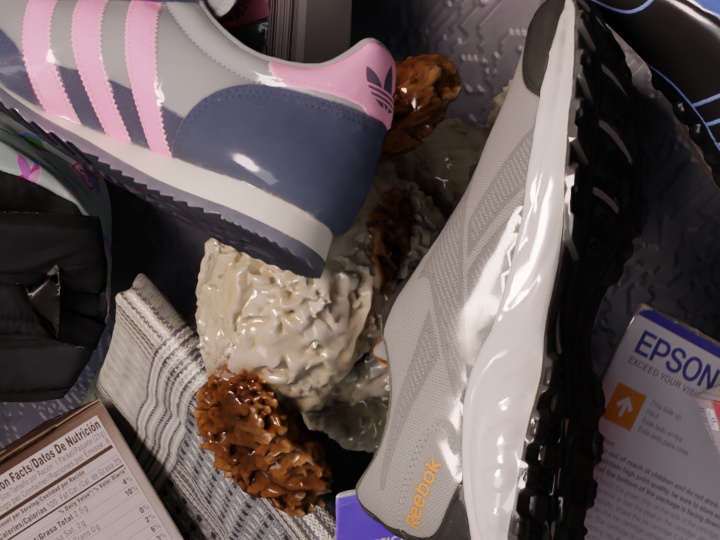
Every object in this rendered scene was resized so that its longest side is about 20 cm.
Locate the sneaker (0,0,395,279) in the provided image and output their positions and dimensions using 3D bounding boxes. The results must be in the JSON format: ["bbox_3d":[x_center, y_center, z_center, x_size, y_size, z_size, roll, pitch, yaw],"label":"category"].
[{"bbox_3d":[-0.074,-0.072,0.626,0.200,0.070,0.082,28,85,24],"label":"sneaker"}]

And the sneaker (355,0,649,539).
[{"bbox_3d":[0.046,-0.002,0.610,0.079,0.074,0.201,6,73,30],"label":"sneaker"}]

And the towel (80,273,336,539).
[{"bbox_3d":[-0.058,0.110,0.797,0.193,0.035,0.200,49,157,7],"label":"towel"}]

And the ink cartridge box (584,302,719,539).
[{"bbox_3d":[0.122,0.136,0.674,0.041,0.199,0.201,17,80,62],"label":"ink cartridge box"}]

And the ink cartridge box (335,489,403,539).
[{"bbox_3d":[0.077,0.166,0.711,0.043,0.197,0.201,32,124,55],"label":"ink cartridge box"}]

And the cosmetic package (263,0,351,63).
[{"bbox_3d":[-0.107,-0.113,0.748,0.200,0.107,0.091,19,113,40],"label":"cosmetic package"}]

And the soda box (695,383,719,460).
[{"bbox_3d":[0.186,0.121,0.610,0.070,0.063,0.201,-24,92,-6],"label":"soda box"}]

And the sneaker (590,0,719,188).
[{"bbox_3d":[0.145,-0.050,0.646,0.200,0.070,0.078,36,112,14],"label":"sneaker"}]

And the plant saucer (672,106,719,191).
[{"bbox_3d":[0.208,-0.092,0.661,0.200,0.037,0.201,8,108,25],"label":"plant saucer"}]

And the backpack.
[{"bbox_3d":[-0.205,-0.018,0.791,0.199,0.127,0.167,7,124,-16],"label":"backpack"}]

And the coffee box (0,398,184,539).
[{"bbox_3d":[-0.113,0.168,0.841,0.200,0.080,0.114,59,155,-2],"label":"coffee box"}]

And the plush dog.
[{"bbox_3d":[0.000,0.000,0.697,0.160,0.172,0.201,17,95,25],"label":"plush dog"}]
